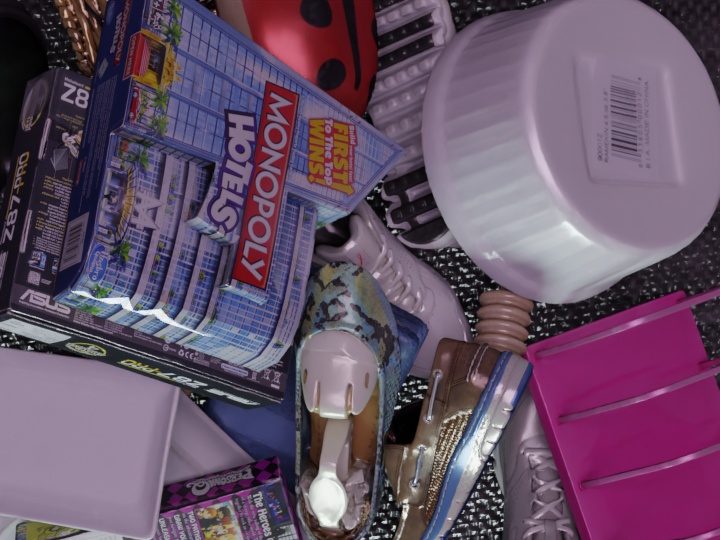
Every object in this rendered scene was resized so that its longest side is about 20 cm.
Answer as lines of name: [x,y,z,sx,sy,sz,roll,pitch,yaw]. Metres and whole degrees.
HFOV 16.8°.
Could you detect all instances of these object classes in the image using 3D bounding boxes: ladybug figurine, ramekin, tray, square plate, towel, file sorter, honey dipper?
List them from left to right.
tray: [-0.206,0.107,1.573,0.199,0.022,0.108,7,85,25]
square plate: [-0.152,0.181,1.622,0.198,0.028,0.200,-39,114,14]
towel: [-0.043,0.091,1.629,0.111,0.049,0.200,27,119,-6]
ladybug figurine: [-0.037,-0.168,1.598,0.072,0.136,0.201,-19,74,30]
honey dipper: [0.106,-0.032,1.647,0.038,0.038,0.201,11,71,-4]
ramekin: [0.147,-0.086,1.596,0.200,0.098,0.202,10,73,-35]
file sorter: [0.221,0.118,1.612,0.138,0.125,0.201,-18,88,-29]

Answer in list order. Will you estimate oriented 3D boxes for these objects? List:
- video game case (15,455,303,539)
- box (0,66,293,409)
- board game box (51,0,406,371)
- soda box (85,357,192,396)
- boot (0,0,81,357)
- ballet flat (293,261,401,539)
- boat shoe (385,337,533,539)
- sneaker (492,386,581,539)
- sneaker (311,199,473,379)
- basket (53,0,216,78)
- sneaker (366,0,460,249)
video game case: [-0.115,0.234,1.615,0.180,0.036,0.201,-15,117,1]
box: [-0.126,-0.018,1.509,0.199,0.049,0.162,19,71,-30]
board game box: [-0.073,-0.051,1.487,0.199,0.062,0.201,19,67,-29]
soda box: [-0.137,0.057,1.648,0.068,0.064,0.200,43,90,-6]
boot: [-0.204,-0.059,1.549,0.079,0.212,0.158,-25,54,-14]
ballet flat: [-0.012,0.094,1.559,0.074,0.074,0.201,-4,117,-4]
boat shoe: [0.050,0.120,1.633,0.072,0.072,0.201,28,125,5]
sneaker: [0.128,0.170,1.657,0.075,0.092,0.201,3,93,-5]
sneaker: [0.000,0.000,1.636,0.200,0.099,0.078,45,90,-5]
basket: [-0.125,-0.182,1.597,0.148,0.143,0.201,-22,94,-2]
sneaker: [0.048,-0.108,1.653,0.075,0.081,0.201,-16,75,33]
